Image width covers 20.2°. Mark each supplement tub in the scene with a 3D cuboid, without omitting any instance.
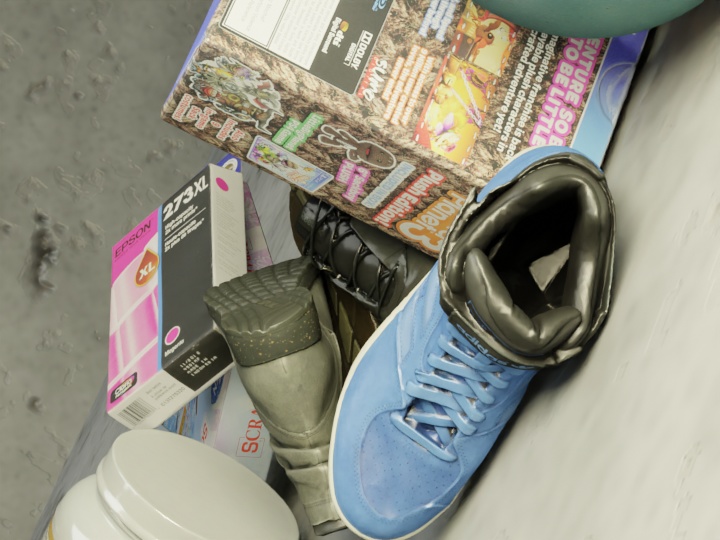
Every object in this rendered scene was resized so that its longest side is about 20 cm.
[{"bbox_3d":[-0.134,0.209,1.184,0.201,0.144,0.145,-60,10,16],"label":"supplement tub"}]

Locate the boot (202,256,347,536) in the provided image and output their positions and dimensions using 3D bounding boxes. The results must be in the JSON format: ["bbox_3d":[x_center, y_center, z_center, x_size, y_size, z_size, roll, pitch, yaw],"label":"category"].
[{"bbox_3d":[-0.035,0.069,1.107,0.067,0.131,0.200,-18,12,1],"label":"boot"}]

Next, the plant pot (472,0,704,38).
[{"bbox_3d":[0.105,-0.183,0.905,0.135,0.199,0.201,66,-136,-64],"label":"plant pot"}]

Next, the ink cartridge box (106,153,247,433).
[{"bbox_3d":[-0.112,0.002,1.248,0.095,0.037,0.201,-38,32,25],"label":"ink cartridge box"}]

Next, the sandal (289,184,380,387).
[{"bbox_3d":[0.000,0.000,1.192,0.201,0.054,0.082,-108,25,-43],"label":"sandal"}]

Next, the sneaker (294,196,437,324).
[{"bbox_3d":[0.012,-0.006,1.084,0.200,0.090,0.076,-110,39,-59],"label":"sneaker"}]

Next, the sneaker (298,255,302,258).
[{"bbox_3d":[-0.027,0.021,1.323,0.200,0.075,0.079,-53,12,47],"label":"sneaker"}]

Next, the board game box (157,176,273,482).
[{"bbox_3d":[-0.095,0.074,1.318,0.200,0.041,0.201,-110,29,-55],"label":"board game box"}]

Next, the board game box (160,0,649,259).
[{"bbox_3d":[0.028,-0.112,0.998,0.160,0.199,0.097,-67,9,-24],"label":"board game box"}]

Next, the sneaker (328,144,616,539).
[{"bbox_3d":[0.046,0.035,0.879,0.200,0.077,0.111,-56,1,3],"label":"sneaker"}]
